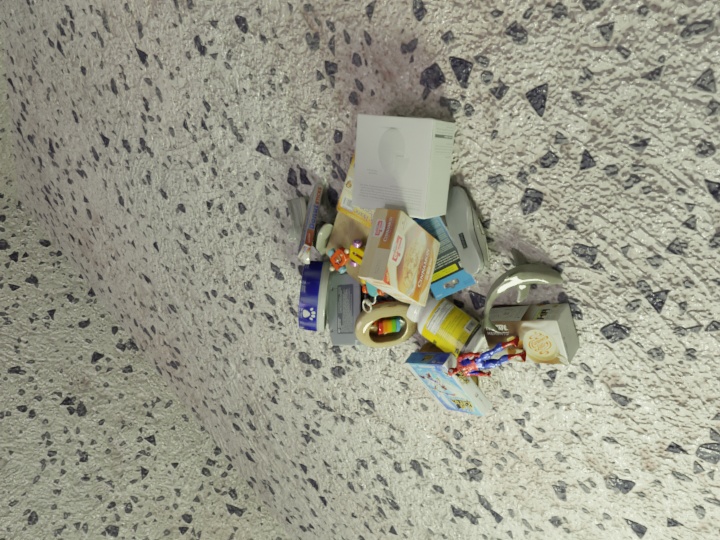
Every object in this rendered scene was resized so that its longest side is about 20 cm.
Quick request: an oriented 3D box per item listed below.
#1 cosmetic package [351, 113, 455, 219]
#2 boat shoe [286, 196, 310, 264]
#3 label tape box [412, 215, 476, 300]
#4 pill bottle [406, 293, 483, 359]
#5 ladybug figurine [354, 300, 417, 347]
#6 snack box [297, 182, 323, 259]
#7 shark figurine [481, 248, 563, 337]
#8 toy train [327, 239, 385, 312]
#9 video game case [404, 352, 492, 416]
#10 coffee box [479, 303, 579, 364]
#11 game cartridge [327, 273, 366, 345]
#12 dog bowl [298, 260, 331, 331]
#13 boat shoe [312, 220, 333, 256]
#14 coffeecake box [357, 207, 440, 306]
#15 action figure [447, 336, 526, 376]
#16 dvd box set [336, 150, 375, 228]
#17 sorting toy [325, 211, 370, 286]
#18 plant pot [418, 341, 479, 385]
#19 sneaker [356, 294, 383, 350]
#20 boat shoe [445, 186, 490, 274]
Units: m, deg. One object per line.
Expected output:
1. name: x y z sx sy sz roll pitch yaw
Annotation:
1. cosmetic package: 0.094 -0.235 1.260 0.194 0.122 0.208 14 105 32
2. boat shoe: -0.180 -0.115 1.617 0.072 0.066 0.208 97 165 -76
3. label tape box: 0.198 -0.048 1.378 0.143 0.063 0.204 -26 97 48
4. pill bottle: 0.219 0.141 1.449 0.198 0.112 0.115 36 136 20
5. ladybug figurine: 0.072 0.142 1.558 0.072 0.193 0.140 -120 31 -58
6. snack box: -0.138 -0.138 1.549 0.024 0.206 0.072 17 150 -15
7. shark figurine: 0.325 0.038 1.245 0.213 0.089 0.130 -41 76 13
8. toy train: 0.000 0.000 1.497 0.202 0.055 0.151 54 137 14
9. video game case: 0.228 0.298 1.493 0.182 0.046 0.199 49 157 -12
10. coffee box: 0.392 0.146 1.311 0.196 0.079 0.118 -4 114 44
11. game cartridge: -0.040 0.113 1.630 0.130 0.040 0.208 -5 82 38
12. dog bowl: -0.133 0.075 1.665 0.076 0.203 0.205 5 128 1
13. boat shoe: -0.113 -0.098 1.590 0.060 0.074 0.200 40 173 10
14. coffeecake box: 0.091 -0.026 1.259 0.071 0.159 0.198 9 168 36
15. action figure: 0.288 0.214 1.324 0.197 0.052 0.066 -26 104 36
16. dvd box set: 0.030 -0.216 1.397 0.144 0.029 0.206 28 111 26
17. sorting toy: 0.016 -0.071 1.532 0.197 0.069 0.203 40 137 16
18. plant pot: 0.249 0.277 1.577 0.196 0.027 0.206 25 132 30
19. sneaker: 0.042 0.168 1.661 0.137 0.077 0.206 20 129 33
20. boat shoe: 0.252 -0.095 1.295 0.071 0.064 0.207 -29 75 46
